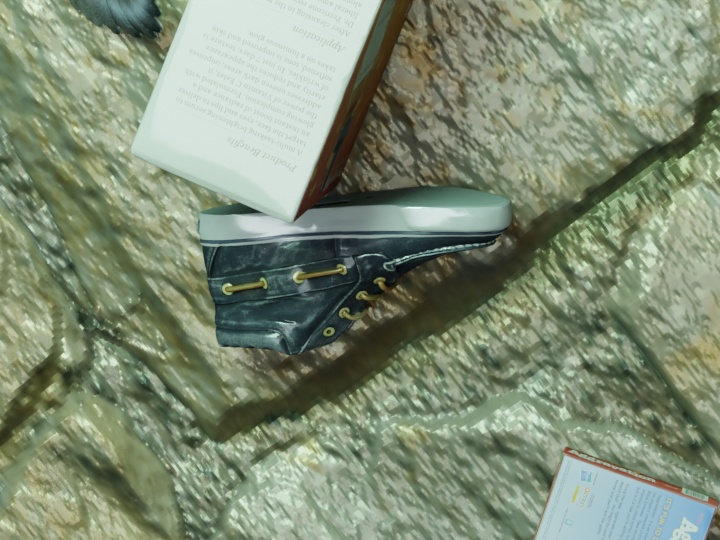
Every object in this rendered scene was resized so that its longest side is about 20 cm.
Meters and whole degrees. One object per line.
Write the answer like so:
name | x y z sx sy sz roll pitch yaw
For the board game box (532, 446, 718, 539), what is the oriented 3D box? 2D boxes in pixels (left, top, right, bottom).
board game box | 0.146 0.221 1.596 0.103 0.019 0.200 19 103 7

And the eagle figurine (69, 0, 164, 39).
eagle figurine | -0.181 -0.248 1.531 0.200 0.151 0.152 25 150 -25

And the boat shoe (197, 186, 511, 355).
boat shoe | 0.000 0.000 1.560 0.200 0.071 0.091 -3 101 17

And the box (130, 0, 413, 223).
box | -0.037 -0.148 1.494 0.106 0.152 0.200 23 104 4
